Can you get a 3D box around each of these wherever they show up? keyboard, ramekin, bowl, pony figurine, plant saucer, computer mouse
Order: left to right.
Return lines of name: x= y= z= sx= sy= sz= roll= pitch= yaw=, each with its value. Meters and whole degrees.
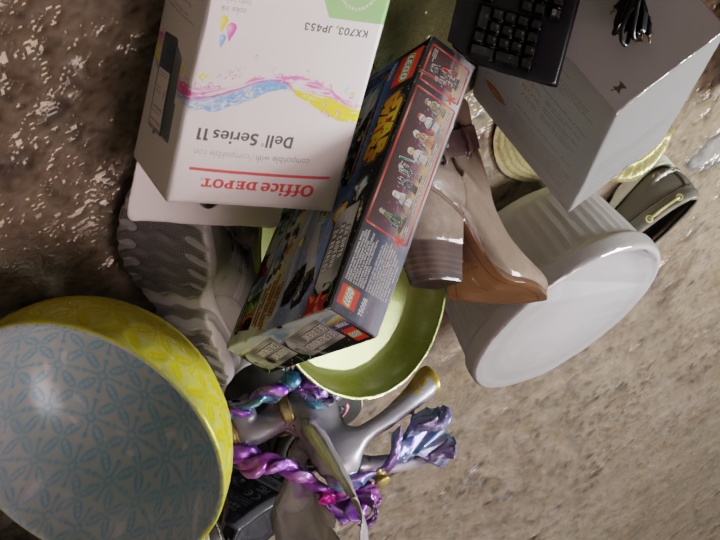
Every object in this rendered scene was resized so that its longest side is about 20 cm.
bowl: x=-0.168 y=0.091 z=0.902 sx=0.201 sy=0.198 sz=0.108 roll=-64 pitch=179 yaw=34
computer mouse: x=-0.122 y=0.206 z=1.128 sx=0.199 sy=0.138 sz=0.053 roll=-20 pitch=126 yaw=-49
pony figurine: x=-0.023 y=0.137 z=0.991 sx=0.198 sy=0.194 sz=0.167 roll=-21 pitch=152 yaw=-33
plant saucer: x=-0.010 y=-0.007 z=0.960 sx=0.031 sy=0.203 sz=0.199 roll=-6 pitch=172 yaw=43
ramekin: x=0.164 y=0.009 z=1.190 sx=0.201 sy=0.095 sz=0.203 roll=-26 pitch=154 yaw=-13
keyboard: x=0.135 y=-0.212 z=0.812 sx=0.021 sy=0.125 sz=0.203 roll=179 pitch=-74 yaw=-83

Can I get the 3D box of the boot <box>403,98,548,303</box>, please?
boot: x=0.078 y=-0.055 z=0.994 sx=0.070 sy=0.148 sz=0.199 roll=-14 pitch=165 yaw=31

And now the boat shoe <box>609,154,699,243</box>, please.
boat shoe: x=0.253 y=-0.020 z=1.307 sx=0.072 sy=0.060 sz=0.202 roll=12 pitch=121 yaw=-53

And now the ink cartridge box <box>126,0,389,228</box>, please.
ink cartridge box: x=-0.062 y=-0.104 z=0.779 sx=0.116 sy=0.067 sz=0.202 roll=1 pitch=118 yaw=-30

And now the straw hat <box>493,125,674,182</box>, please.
straw hat: x=0.214 y=-0.121 z=1.109 sx=0.200 sy=0.085 sz=0.202 roll=-28 pitch=147 yaw=-20

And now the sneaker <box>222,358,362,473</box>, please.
sneaker: x=-0.039 y=0.135 z=1.142 sx=0.071 sy=0.099 sz=0.199 roll=-49 pitch=150 yaw=11

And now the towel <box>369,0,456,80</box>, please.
towel: x=0.065 y=-0.212 z=0.878 sx=0.199 sy=0.037 sz=0.149 roll=-38 pitch=150 yaw=-8

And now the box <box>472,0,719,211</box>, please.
box: x=0.159 y=-0.145 z=0.929 sx=0.097 sy=0.125 sz=0.200 roll=-36 pitch=168 yaw=-9

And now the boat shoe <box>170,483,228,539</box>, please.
boat shoe: x=-0.132 y=0.178 z=1.007 sx=0.065 sy=0.200 sz=0.073 roll=2 pitch=99 yaw=-25

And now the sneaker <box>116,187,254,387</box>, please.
sneaker: x=-0.115 y=-0.010 z=0.925 sx=0.201 sy=0.074 sz=0.082 roll=87 pitch=26 yaw=-49

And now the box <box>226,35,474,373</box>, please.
box: x=-0.007 y=-0.040 z=0.842 sx=0.040 sy=0.202 sz=0.136 roll=31 pitch=154 yaw=-21
